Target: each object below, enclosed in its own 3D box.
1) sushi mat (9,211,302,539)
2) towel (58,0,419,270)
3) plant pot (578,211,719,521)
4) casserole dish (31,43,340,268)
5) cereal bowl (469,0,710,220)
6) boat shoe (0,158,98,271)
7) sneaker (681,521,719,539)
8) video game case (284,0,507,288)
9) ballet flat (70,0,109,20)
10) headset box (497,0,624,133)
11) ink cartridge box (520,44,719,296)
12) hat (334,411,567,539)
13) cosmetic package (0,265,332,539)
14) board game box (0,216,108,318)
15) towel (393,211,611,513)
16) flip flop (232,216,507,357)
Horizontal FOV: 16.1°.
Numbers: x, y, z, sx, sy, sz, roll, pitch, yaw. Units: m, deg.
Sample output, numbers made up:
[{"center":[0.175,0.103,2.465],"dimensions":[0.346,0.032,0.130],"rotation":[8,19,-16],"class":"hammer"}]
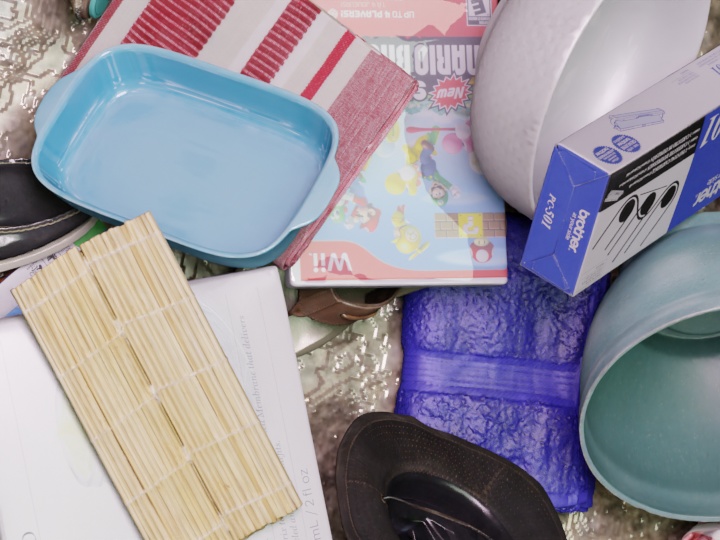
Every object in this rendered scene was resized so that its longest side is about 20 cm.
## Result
[{"center":[-0.116,0.073,1.468],"dimensions":[0.096,0.012,0.200],"rotation":[-29,96,-17],"class":"sushi mat"},{"center":[-0.077,-0.115,1.585],"dimensions":[0.200,0.023,0.144],"rotation":[39,99,18],"class":"towel"},{"center":[0.234,0.047,1.655],"dimensions":[0.200,0.200,0.134],"rotation":[14,41,-18],"class":"plant pot"},{"center":[-0.103,-0.065,1.540],"dimensions":[0.200,0.039,0.121],"rotation":[20,65,21],"class":"casserole dish"},{"center":[0.130,-0.132,1.579],"dimensions":[0.083,0.200,0.200],"rotation":[29,75,25],"class":"cereal bowl"},{"center":[-0.254,-0.040,1.552],"dimensions":[0.200,0.068,0.072],"rotation":[-5,59,-16],"class":"boat shoe"},{"center":[0.256,0.167,1.723],"dimensions":[0.200,0.075,0.105],"rotation":[-15,96,-27],"class":"sneaker"},{"center":[0.020,-0.089,1.609],"dimensions":[0.143,0.017,0.200],"rotation":[-1,85,-15],"class":"video game case"},{"center":[-0.153,-0.251,1.621],"dimensions":[0.075,0.068,0.200],"rotation":[28,72,7],"class":"ballet flat"},{"center":[0.125,-0.165,1.697],"dimensions":[0.200,0.077,0.149],"rotation":[16,83,-18],"class":"headset box"},{"center":[0.182,-0.066,1.595],"dimensions":[0.044,0.094,0.200],"rotation":[32,40,24],"class":"ink cartridge box"},{"center":[0.047,0.185,1.588],"dimensions":[0.200,0.201,0.081],"rotation":[26,122,-16],"class":"hat"},{"center":[-0.139,0.114,1.530],"dimensions":[0.200,0.123,0.200],"rotation":[-12,91,-19],"class":"cosmetic package"},{"center":[-0.204,0.076,1.592],"dimensions":[0.200,0.034,0.135],"rotation":[-43,100,-17],"class":"board game box"},{"center":[0.098,0.058,1.689],"dimensions":[0.148,0.050,0.200],"rotation":[7,85,-19],"class":"towel"},{"center":[0.000,0.000,1.635],"dimensions":[0.200,0.058,0.081],"rotation":[-21,97,4],"class":"flip flop"}]
